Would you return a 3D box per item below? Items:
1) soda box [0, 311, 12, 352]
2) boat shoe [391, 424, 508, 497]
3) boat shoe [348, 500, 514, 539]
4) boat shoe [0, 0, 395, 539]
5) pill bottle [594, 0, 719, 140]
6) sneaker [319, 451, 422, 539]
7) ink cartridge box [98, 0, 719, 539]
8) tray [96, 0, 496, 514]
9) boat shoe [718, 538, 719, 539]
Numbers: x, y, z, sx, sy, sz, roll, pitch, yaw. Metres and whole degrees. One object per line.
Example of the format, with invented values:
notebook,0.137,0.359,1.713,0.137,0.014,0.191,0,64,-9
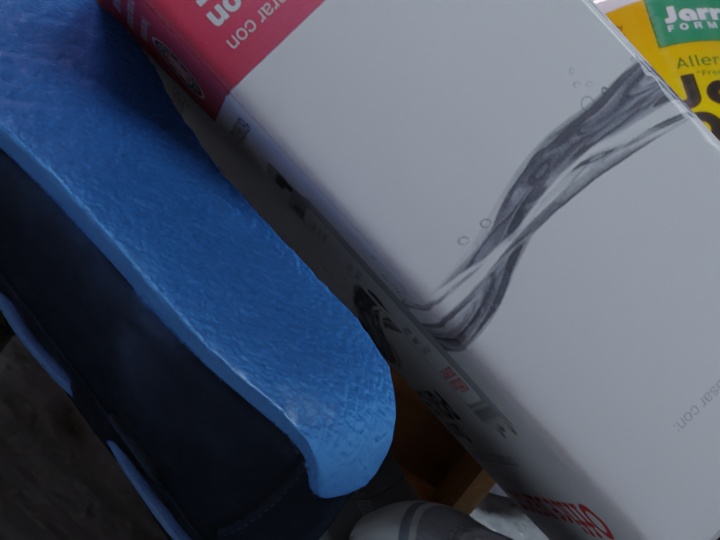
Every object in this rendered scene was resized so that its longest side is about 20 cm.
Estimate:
soda box,-0.150,0.032,0.525,0.068,0.064,0.200,40,24,3
boat shoe,0.000,0.000,0.778,0.199,0.065,0.074,34,25,-7
boat shoe,0.072,0.115,0.612,0.200,0.068,0.072,46,33,-35
boat shoe,-0.076,-0.008,0.543,0.084,0.069,0.200,-2,44,-43
pill bottle,0.120,-0.037,0.861,0.112,0.113,0.201,21,41,-32
sneaker,-0.012,0.094,0.592,0.082,0.075,0.200,42,28,-8
ink cartridge box,0.028,-0.022,0.598,0.200,0.083,0.147,48,-7,-2
tray,-0.029,-0.007,0.712,0.199,0.099,0.037,33,23,-11
boat shoe,0.162,0.147,0.746,0.070,0.064,0.201,18,31,-36
